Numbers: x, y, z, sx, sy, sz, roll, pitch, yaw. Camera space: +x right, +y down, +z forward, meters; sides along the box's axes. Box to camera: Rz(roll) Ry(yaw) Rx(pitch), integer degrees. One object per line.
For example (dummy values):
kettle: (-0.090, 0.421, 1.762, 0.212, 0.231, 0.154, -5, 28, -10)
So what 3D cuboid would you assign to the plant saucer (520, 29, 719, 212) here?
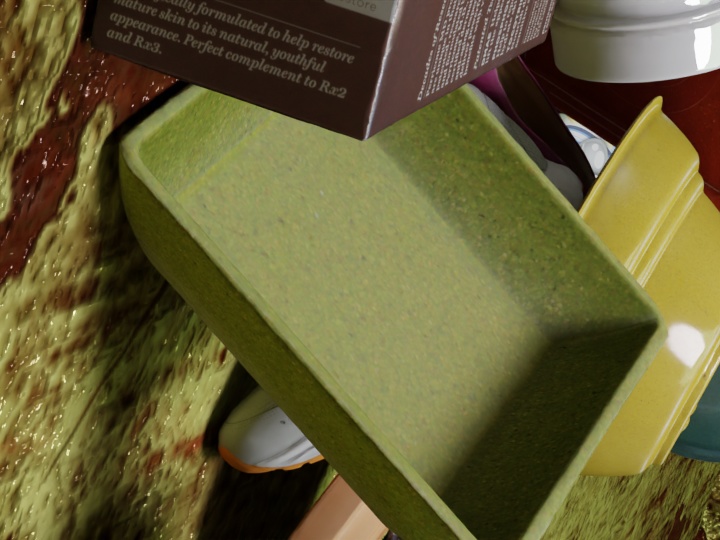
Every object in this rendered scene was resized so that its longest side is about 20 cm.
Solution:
plant saucer: (0.139, -0.128, 1.071, 0.037, 0.200, 0.200, -25, 136, -32)

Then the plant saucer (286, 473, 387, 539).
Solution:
plant saucer: (0.008, 0.100, 1.067, 0.200, 0.032, 0.200, -52, 176, -5)

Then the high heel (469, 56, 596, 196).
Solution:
high heel: (0.075, -0.094, 1.032, 0.200, 0.096, 0.067, 95, 1, -45)

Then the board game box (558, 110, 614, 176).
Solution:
board game box: (0.116, -0.026, 1.238, 0.200, 0.034, 0.135, -3, 115, -44)

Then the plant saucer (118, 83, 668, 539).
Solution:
plant saucer: (0.009, 0.002, 0.857, 0.048, 0.200, 0.200, -39, -175, 35)

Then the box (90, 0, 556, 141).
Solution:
box: (0.001, -0.108, 0.782, 0.200, 0.100, 0.075, -31, 138, -65)

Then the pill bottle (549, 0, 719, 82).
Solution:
pill bottle: (0.112, -0.184, 0.942, 0.112, 0.112, 0.200, -44, 131, -57)

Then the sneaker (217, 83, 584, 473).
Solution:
sneaker: (0.000, 0.000, 0.993, 0.200, 0.092, 0.076, -45, -165, -16)

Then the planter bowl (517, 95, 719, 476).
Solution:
planter bowl: (0.121, 0.028, 1.026, 0.200, 0.083, 0.200, -59, 171, -16)

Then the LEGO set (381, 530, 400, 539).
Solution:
LEGO set: (0.036, 0.212, 1.037, 0.200, 0.154, 0.116, -45, -154, 50)

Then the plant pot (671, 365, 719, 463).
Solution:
plant pot: (0.276, 0.006, 1.711, 0.200, 0.200, 0.196, -59, 153, -35)
